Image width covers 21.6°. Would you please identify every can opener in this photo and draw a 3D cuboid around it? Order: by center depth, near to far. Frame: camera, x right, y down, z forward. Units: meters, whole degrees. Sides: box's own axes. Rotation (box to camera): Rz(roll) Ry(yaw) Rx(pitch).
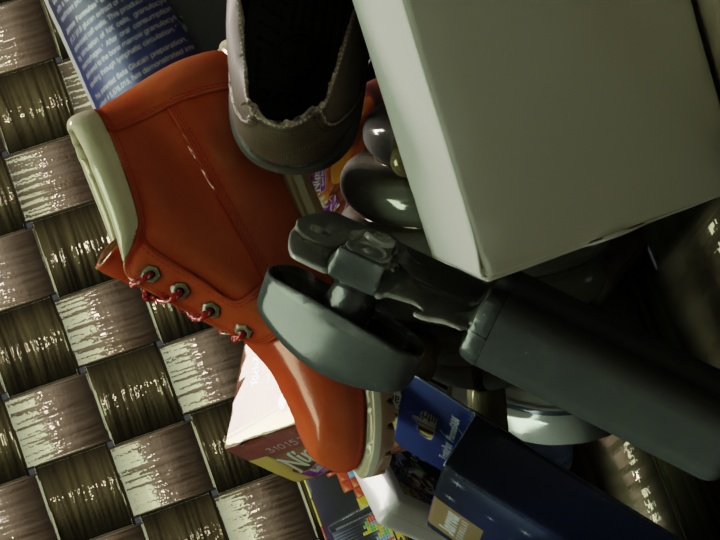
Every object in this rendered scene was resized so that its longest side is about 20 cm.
[{"bbox_3d":[0.055,0.036,0.755,0.067,0.200,0.053,-67,-8,24],"label":"can opener"}]

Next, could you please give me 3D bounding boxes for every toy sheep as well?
[{"bbox_3d":[0.051,-0.013,0.847,0.138,0.138,0.200,-131,40,-68],"label":"toy sheep"}]

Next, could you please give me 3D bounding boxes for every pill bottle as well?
[{"bbox_3d":[-0.100,-0.132,0.974,0.111,0.111,0.200,117,129,-78],"label":"pill bottle"}]

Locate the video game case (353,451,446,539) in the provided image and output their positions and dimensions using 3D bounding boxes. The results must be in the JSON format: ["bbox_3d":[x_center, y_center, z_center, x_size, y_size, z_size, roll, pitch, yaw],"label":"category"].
[{"bbox_3d":[0.051,0.109,1.102,0.182,0.023,0.200,28,-161,-33],"label":"video game case"}]

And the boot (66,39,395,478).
[{"bbox_3d":[-0.055,0.006,0.813,0.200,0.107,0.075,69,163,-1],"label":"boot"}]

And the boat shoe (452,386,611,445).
[{"bbox_3d":[0.064,0.023,0.975,0.200,0.074,0.065,34,139,50],"label":"boat shoe"}]

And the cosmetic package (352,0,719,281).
[{"bbox_3d":[0.054,-0.109,0.695,0.085,0.108,0.200,-152,45,-75],"label":"cosmetic package"}]

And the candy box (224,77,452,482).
[{"bbox_3d":[0.000,0.000,0.975,0.117,0.056,0.200,-21,49,46],"label":"candy box"}]

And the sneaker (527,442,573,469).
[{"bbox_3d":[0.062,0.041,1.078,0.200,0.075,0.088,51,137,49],"label":"sneaker"}]

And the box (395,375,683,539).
[{"bbox_3d":[0.095,0.121,0.815,0.200,0.032,0.121,32,163,10],"label":"box"}]

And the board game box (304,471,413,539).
[{"bbox_3d":[0.056,0.199,1.214,0.200,0.057,0.165,14,-127,-62],"label":"board game box"}]

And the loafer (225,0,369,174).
[{"bbox_3d":[-0.017,-0.139,0.748,0.071,0.073,0.200,-121,31,-89],"label":"loafer"}]

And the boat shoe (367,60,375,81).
[{"bbox_3d":[0.015,-0.100,1.103,0.066,0.070,0.200,91,159,-48],"label":"boat shoe"}]

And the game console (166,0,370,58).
[{"bbox_3d":[-0.031,-0.182,0.849,0.200,0.176,0.116,58,-173,3],"label":"game console"}]
